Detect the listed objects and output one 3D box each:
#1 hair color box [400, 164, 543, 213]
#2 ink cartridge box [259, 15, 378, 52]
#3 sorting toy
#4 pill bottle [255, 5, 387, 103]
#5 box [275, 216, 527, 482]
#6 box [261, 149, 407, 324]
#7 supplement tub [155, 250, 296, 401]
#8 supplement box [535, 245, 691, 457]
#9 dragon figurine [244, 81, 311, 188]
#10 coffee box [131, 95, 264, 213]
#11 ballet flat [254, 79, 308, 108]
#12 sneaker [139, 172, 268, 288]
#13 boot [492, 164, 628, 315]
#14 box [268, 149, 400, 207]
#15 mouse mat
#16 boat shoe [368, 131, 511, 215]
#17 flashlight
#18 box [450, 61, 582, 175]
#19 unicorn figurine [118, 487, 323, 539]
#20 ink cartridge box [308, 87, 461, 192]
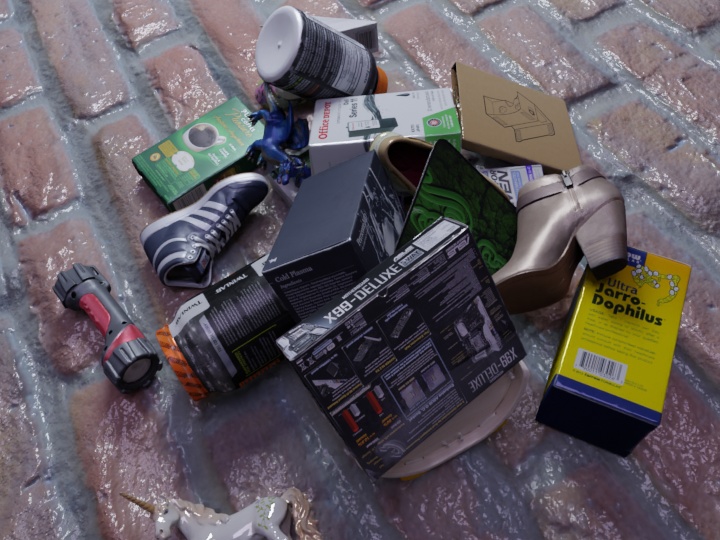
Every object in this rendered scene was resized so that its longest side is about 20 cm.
[{"bbox_3d":[0.156,-0.078,0.831,0.197,0.065,0.111,-5,58,4],"label":"hair color box"},{"bbox_3d":[-0.074,-0.397,1.035,0.108,0.051,0.199,-27,36,-33],"label":"ink cartridge box"},{"bbox_3d":[0.065,0.120,0.701,0.198,0.107,0.181,-27,48,-3],"label":"sorting toy"},{"bbox_3d":[-0.048,-0.296,0.889,0.105,0.198,0.108,-8,78,42],"label":"pill bottle"},{"bbox_3d":[0.046,0.073,0.566,0.199,0.159,0.050,-37,26,-11],"label":"box"},{"bbox_3d":[0.000,0.000,0.678,0.103,0.183,0.201,-20,30,21],"label":"box"},{"bbox_3d":[-0.136,0.063,0.736,0.198,0.123,0.123,-31,60,-15],"label":"supplement tub"},{"bbox_3d":[0.286,0.084,0.688,0.108,0.109,0.202,19,62,16],"label":"supplement box"},{"bbox_3d":[-0.110,-0.205,0.876,0.098,0.059,0.203,-5,69,26],"label":"dragon figurine"},{"bbox_3d":[-0.239,-0.179,0.945,0.199,0.044,0.123,-38,62,-17],"label":"coffee box"},{"bbox_3d":[-0.078,-0.312,0.991,0.197,0.071,0.070,-11,102,-5],"label":"ballet flat"},{"bbox_3d":[-0.203,-0.051,0.844,0.198,0.070,0.109,-30,54,-5],"label":"sneaker"},{"bbox_3d":[0.208,-0.040,0.701,0.197,0.070,0.148,-18,50,12],"label":"boot"},{"bbox_3d":[-0.019,-0.142,0.904,0.199,0.037,0.145,-34,60,-16],"label":"box"},{"bbox_3d":[0.128,-0.034,0.701,0.007,0.199,0.163,-3,59,53],"label":"mouse mat"},{"bbox_3d":[0.102,-0.104,0.736,0.198,0.066,0.075,22,97,-13],"label":"boat shoe"},{"bbox_3d":[-0.336,0.071,0.787,0.199,0.068,0.068,39,98,27],"label":"flashlight"},{"bbox_3d":[0.227,-0.218,0.886,0.197,0.021,0.166,13,55,-16],"label":"box"},{"bbox_3d":[-0.139,0.286,0.635,0.197,0.075,0.138,-10,47,-18],"label":"unicorn figurine"},{"bbox_3d":[0.032,-0.177,0.830,0.197,0.084,0.148,-5,39,4],"label":"ink cartridge box"}]
